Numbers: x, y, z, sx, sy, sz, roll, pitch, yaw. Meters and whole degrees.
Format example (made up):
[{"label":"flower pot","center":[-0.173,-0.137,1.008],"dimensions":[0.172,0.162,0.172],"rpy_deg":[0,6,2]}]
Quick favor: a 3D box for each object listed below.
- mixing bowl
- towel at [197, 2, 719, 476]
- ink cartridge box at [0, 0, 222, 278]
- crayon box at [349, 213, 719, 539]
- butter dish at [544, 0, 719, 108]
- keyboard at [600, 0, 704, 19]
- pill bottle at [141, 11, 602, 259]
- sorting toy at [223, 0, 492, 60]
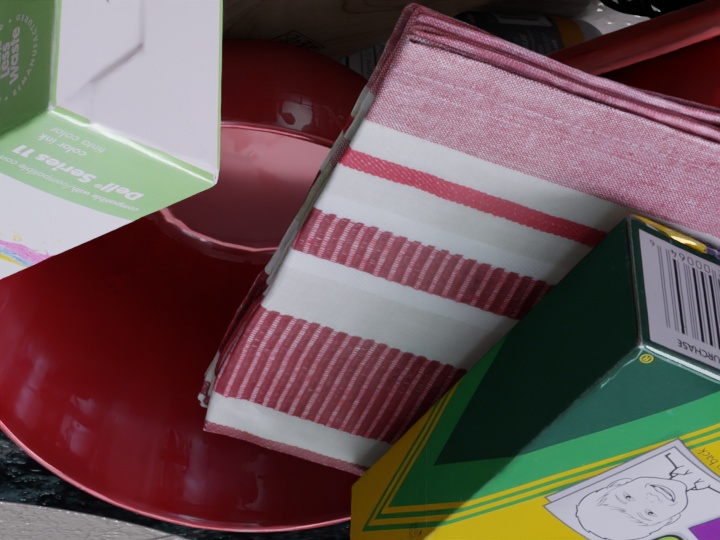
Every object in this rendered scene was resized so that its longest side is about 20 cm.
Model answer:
[{"label":"mixing bowl","center":[-0.042,-0.010,0.801],"dimensions":[0.198,0.109,0.201],"rpy_deg":[2,134,2]},{"label":"towel","center":[0.042,0.007,0.720],"dimensions":[0.143,0.023,0.201],"rpy_deg":[18,135,-14]},{"label":"ink cartridge box","center":[-0.132,-0.060,0.692],"dimensions":[0.199,0.118,0.067],"rpy_deg":[-21,150,41]},{"label":"crayon box","center":[0.122,0.084,0.741],"dimensions":[0.199,0.059,0.173],"rpy_deg":[22,134,-22]},{"label":"butter dish","center":[0.156,-0.014,0.778],"dimensions":[0.198,0.149,0.199],"rpy_deg":[-14,169,40]},{"label":"keyboard","center":[0.154,-0.105,0.795],"dimensions":[0.103,0.040,0.200],"rpy_deg":[-13,180,25]},{"label":"pill bottle","center":[0.003,-0.054,0.918],"dimensions":[0.198,0.118,0.116],"rpy_deg":[2,159,-10]},{"label":"sorting toy","center":[-0.015,-0.154,0.718],"dimensions":[0.199,0.070,0.198],"rpy_deg":[-16,155,35]}]
